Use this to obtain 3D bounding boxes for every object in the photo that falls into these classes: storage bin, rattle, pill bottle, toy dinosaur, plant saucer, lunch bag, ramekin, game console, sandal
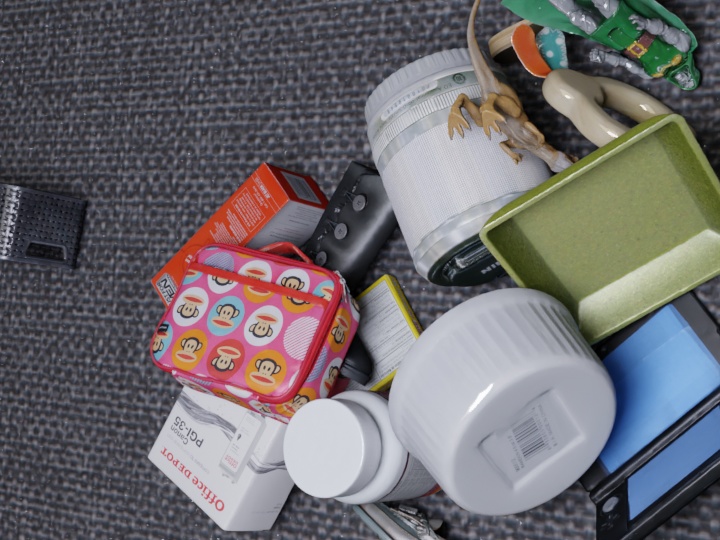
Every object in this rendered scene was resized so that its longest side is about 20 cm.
[{"bbox_3d":[-0.468,-0.065,1.536,0.199,0.135,0.095,10,90,31],"label":"storage bin"},{"bbox_3d":[0.212,-0.130,1.158,0.199,0.130,0.143,29,140,11],"label":"rattle"},{"bbox_3d":[0.014,0.174,1.181,0.109,0.199,0.111,-4,81,30],"label":"pill bottle"},{"bbox_3d":[0.124,-0.160,1.106,0.060,0.106,0.201,-33,88,42],"label":"toy dinosaur"},{"bbox_3d":[0.231,-0.040,1.084,0.199,0.200,0.048,-31,40,16],"label":"plant saucer"},{"bbox_3d":[-0.102,0.051,1.223,0.199,0.082,0.177,13,68,31],"label":"lunch bag"},{"bbox_3d":[0.134,0.125,1.080,0.201,0.200,0.098,-54,39,14],"label":"ramekin"},{"bbox_3d":[0.260,0.136,1.093,0.116,0.176,0.200,44,109,-3],"label":"game console"},{"bbox_3d":[0.215,-0.279,1.190,0.210,0.077,0.070,-19,77,33],"label":"sandal"}]

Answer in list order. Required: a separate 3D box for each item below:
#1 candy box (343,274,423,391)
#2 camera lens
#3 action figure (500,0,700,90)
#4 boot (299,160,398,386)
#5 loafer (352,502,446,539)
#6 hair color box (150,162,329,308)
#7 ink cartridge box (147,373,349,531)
[{"bbox_3d":[-0.018,0.103,1.310,0.200,0.026,0.103,-38,66,22],"label":"candy box"},{"bbox_3d":[0.103,-0.097,1.185,0.159,0.160,0.201,-29,70,24],"label":"camera lens"},{"bbox_3d":[0.244,-0.229,1.120,0.118,0.199,0.055,-39,28,51],"label":"action figure"},{"bbox_3d":[-0.001,-0.001,1.274,0.164,0.066,0.201,36,91,35],"label":"boot"},{"bbox_3d":[0.082,0.287,1.215,0.200,0.072,0.063,38,83,22],"label":"loafer"},{"bbox_3d":[-0.134,-0.027,1.353,0.200,0.101,0.061,-44,65,18],"label":"hair color box"},{"bbox_3d":[-0.124,0.163,1.304,0.146,0.083,0.201,34,100,34],"label":"ink cartridge box"}]
